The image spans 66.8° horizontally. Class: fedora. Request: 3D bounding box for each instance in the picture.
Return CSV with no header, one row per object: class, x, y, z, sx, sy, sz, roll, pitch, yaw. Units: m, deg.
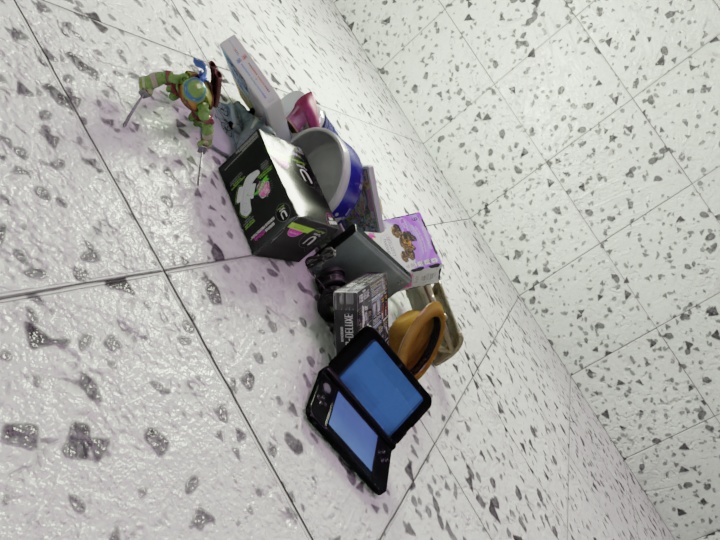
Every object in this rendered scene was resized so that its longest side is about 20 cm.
fedora,0.111,0.153,1.205,0.080,0.206,0.199,24,4,32

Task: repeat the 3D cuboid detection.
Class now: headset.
headset,-0.045,0.037,1.090,0.201,0.092,0.125,52,18,-40

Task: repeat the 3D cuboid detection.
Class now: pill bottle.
pill bottle,-0.125,-0.341,1.368,0.200,0.117,0.122,49,18,-49

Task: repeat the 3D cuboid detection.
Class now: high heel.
high heel,-0.094,-0.314,1.287,0.201,0.097,0.067,49,-17,-31

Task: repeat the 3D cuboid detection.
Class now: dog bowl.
dog bowl,-0.092,-0.193,1.168,0.078,0.198,0.204,18,42,-55

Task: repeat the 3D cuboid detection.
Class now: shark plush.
shark plush,-0.238,-0.304,1.149,0.081,0.091,0.205,0,60,-28

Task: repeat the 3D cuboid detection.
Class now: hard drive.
hard drive,0.000,0.000,1.172,0.199,0.138,0.033,38,28,-36

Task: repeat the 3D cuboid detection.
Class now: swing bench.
swing bench,0.167,0.103,1.398,0.198,0.128,0.203,32,31,-45

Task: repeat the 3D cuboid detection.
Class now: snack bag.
snack bag,-0.271,-0.298,1.177,0.198,0.021,0.192,29,35,-49

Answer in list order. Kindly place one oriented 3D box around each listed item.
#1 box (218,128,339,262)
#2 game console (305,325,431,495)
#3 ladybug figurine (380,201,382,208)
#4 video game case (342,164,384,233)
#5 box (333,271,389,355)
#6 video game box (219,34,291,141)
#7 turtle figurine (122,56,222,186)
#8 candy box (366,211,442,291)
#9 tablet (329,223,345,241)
box,-0.157,-0.139,1.059,0.147,0.123,0.204,10,51,-59
game console,0.022,0.233,0.927,0.201,0.115,0.177,50,22,-13
ladybug figurine,-0.010,-0.165,1.440,0.132,0.073,0.203,19,43,-12
video game case,-0.028,-0.162,1.241,0.018,0.197,0.148,-24,111,-35
box,0.007,0.100,1.063,0.199,0.048,0.163,-30,119,-68
video game box,-0.224,-0.381,1.205,0.184,0.046,0.200,53,-8,11
turtle figurine,-0.326,-0.280,0.970,0.140,0.206,0.194,14,12,-17
candy box,0.076,-0.038,1.312,0.072,0.194,0.171,90,-16,-54
tablet,-0.060,-0.092,1.251,0.131,0.013,0.204,105,-39,-67
